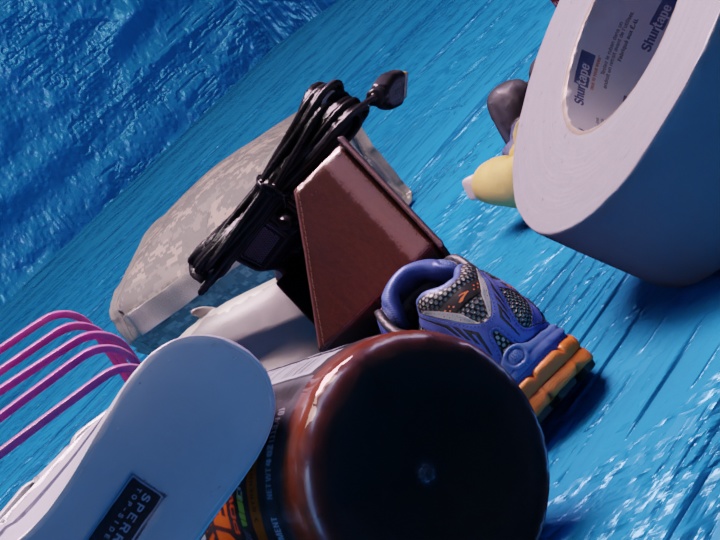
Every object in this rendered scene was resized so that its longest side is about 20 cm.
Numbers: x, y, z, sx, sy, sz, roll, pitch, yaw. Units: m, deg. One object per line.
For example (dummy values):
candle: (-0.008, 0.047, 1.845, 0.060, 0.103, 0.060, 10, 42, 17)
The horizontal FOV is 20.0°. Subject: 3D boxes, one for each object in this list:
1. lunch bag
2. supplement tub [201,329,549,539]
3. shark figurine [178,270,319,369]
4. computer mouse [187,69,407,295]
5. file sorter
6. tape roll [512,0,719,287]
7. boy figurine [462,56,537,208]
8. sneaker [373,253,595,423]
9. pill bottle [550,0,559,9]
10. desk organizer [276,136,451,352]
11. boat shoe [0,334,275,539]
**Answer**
lunch bag: (-0.074, -0.020, 1.444, 0.164, 0.118, 0.200, -34, 7, 27)
supplement tub: (-0.018, 0.088, 0.807, 0.107, 0.107, 0.200, -45, 11, -27)
shark figurine: (-0.065, 0.058, 1.210, 0.214, 0.090, 0.128, -31, -22, 9)
computer mouse: (-0.023, -0.056, 1.064, 0.140, 0.046, 0.200, -49, -11, 14)
file sorter: (-0.152, 0.110, 1.056, 0.139, 0.125, 0.200, -37, 16, -11)
tape roll: (0.142, -0.096, 0.894, 0.200, 0.066, 0.200, -159, 90, -75)
boy figurine: (0.111, -0.079, 1.183, 0.124, 0.064, 0.200, -36, 8, 10)
sneaker: (0.041, 0.027, 0.923, 0.075, 0.078, 0.200, -41, 8, -15)
pill bottle: (0.145, -0.178, 1.086, 0.113, 0.200, 0.113, -39, 10, 8)
desk organizer: (0.000, 0.000, 1.046, 0.077, 0.072, 0.200, -43, -10, 1)
boat shoe: (-0.101, 0.110, 0.715, 0.200, 0.074, 0.065, -47, 1, -17)
